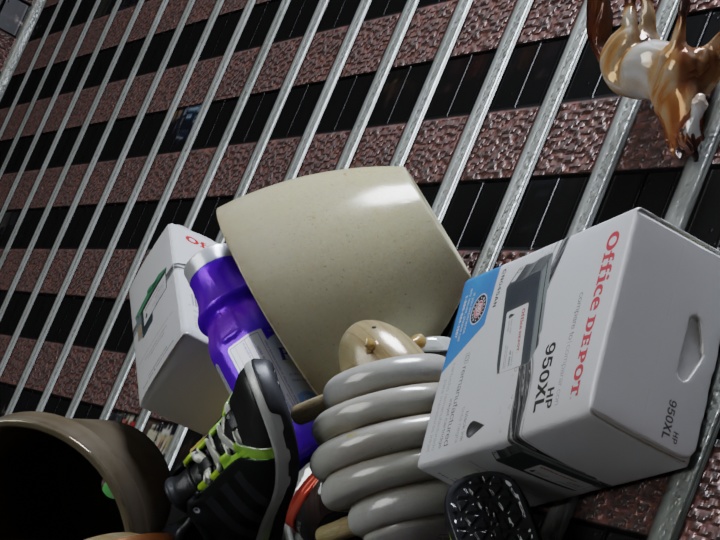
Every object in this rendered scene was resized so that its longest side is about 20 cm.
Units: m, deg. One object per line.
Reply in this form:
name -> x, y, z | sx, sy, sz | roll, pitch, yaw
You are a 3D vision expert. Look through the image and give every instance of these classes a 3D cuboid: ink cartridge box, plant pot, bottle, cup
ink cartridge box -> 0.135, 0.061, 1.351 | 0.200, 0.084, 0.146 | -26, 43, 56
plant pot -> -0.244, 0.206, 1.784 | 0.201, 0.200, 0.173 | -55, -11, 19
bottle -> -0.077, 0.071, 1.650 | 0.065, 0.083, 0.201 | -35, 63, 13
ink cartridge box -> -0.119, 0.062, 1.839 | 0.085, 0.145, 0.200 | -56, 22, 20
cup -> 0.000, 0.000, 1.623 | 0.143, 0.201, 0.201 | -32, 27, 3

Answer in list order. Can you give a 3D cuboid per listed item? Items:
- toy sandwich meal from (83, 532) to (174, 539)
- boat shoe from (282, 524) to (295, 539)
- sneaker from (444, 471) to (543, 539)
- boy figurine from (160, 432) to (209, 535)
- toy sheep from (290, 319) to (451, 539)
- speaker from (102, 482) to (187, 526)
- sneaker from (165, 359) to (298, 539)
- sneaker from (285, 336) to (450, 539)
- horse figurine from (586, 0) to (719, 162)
toy sandwich meal -> -0.205, 0.273, 1.600 | 0.206, 0.204, 0.070 | -52, 57, 26
boat shoe -> -0.077, 0.232, 1.596 | 0.065, 0.073, 0.201 | -45, 52, 38
sneaker -> 0.097, 0.218, 1.314 | 0.083, 0.071, 0.201 | 81, -178, -51
boy figurine -> -0.099, 0.151, 1.728 | 0.064, 0.124, 0.201 | 37, 114, 37
toy sheep -> 0.025, 0.130, 1.462 | 0.138, 0.137, 0.202 | -31, 70, 52
speaker -> -0.223, 0.281, 1.909 | 0.088, 0.088, 0.202 | -9, 57, 63
sneaker -> -0.095, 0.150, 1.490 | 0.072, 0.082, 0.201 | -114, 24, -45
sneaker -> 0.024, 0.140, 1.565 | 0.201, 0.077, 0.082 | -55, 50, 22
horse figurine -> 0.207, -0.160, 1.469 | 0.200, 0.049, 0.134 | 36, 116, 60
